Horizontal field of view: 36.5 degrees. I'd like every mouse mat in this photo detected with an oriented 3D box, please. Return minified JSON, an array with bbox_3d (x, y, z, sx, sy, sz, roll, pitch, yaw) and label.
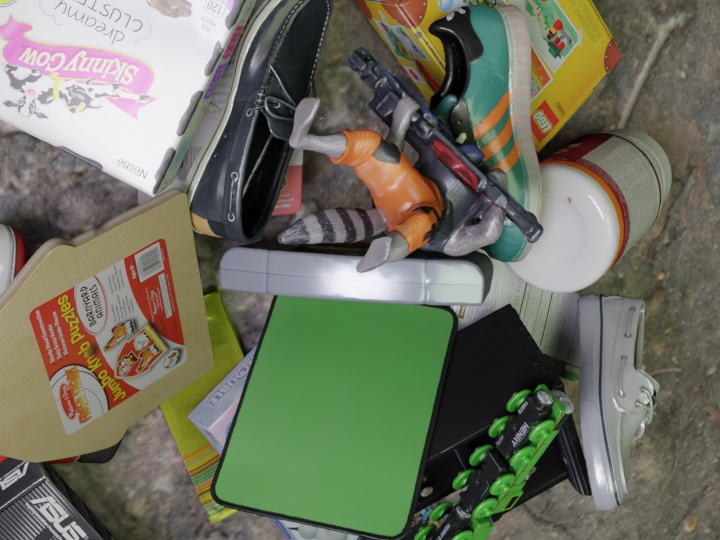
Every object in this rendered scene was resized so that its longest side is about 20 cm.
[{"bbox_3d":[-0.018,0.104,0.856,0.008,0.159,0.202,75,28,-58],"label":"mouse mat"}]

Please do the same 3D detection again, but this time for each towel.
[{"bbox_3d":[-0.123,0.118,0.926,0.086,0.018,0.202,-29,118,-21],"label":"towel"}]

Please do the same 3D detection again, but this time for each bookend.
[{"bbox_3d":[0.081,0.159,0.929,0.198,0.093,0.199,-28,140,-1],"label":"bookend"}]

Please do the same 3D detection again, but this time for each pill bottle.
[{"bbox_3d":[0.205,-0.061,0.970,0.200,0.108,0.111,-32,125,-54],"label":"pill bottle"}]

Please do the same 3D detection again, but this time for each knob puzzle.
[{"bbox_3d":[-0.199,0.052,0.764,0.219,0.030,0.221,-32,140,-30],"label":"knob puzzle"}]

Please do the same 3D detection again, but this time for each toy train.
[{"bbox_3d":[0.104,0.164,0.846,0.056,0.042,0.201,-3,134,-40],"label":"toy train"}]

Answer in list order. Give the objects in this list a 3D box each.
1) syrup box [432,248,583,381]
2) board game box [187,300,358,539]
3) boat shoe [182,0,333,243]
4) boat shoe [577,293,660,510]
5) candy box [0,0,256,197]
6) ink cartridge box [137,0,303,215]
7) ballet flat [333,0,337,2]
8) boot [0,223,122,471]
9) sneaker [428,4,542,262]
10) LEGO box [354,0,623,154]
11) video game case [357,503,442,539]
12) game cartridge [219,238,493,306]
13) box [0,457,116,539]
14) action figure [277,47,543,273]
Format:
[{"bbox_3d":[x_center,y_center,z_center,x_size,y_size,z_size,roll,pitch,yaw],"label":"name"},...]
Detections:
[{"bbox_3d":[0.120,0.036,0.984,0.199,0.078,0.082,20,82,-43],"label":"syrup box"},{"bbox_3d":[-0.022,0.127,0.961,0.200,0.043,0.200,-45,124,-20],"label":"board game box"},{"bbox_3d":[-0.061,-0.111,0.767,0.074,0.062,0.202,14,102,-61],"label":"boat shoe"},{"bbox_3d":[0.223,0.104,0.934,0.074,0.066,0.202,60,28,-56],"label":"boat shoe"},{"bbox_3d":[-0.162,-0.177,0.715,0.166,0.072,0.202,26,101,-6],"label":"candy box"},{"bbox_3d":[-0.105,-0.144,0.820,0.115,0.067,0.203,-7,110,-29],"label":"ink cartridge box"},{"bbox_3d":[0.016,-0.299,0.840,0.069,0.071,0.202,28,91,-35],"label":"ballet flat"},{"bbox_3d":[-0.227,0.059,0.814,0.143,0.072,0.202,-3,115,-31],"label":"boot"},{"bbox_3d":[0.090,-0.104,0.856,0.079,0.071,0.203,-7,96,-20],"label":"sneaker"},{"bbox_3d":[0.112,-0.205,0.925,0.149,0.077,0.200,-47,124,-9],"label":"LEGO box"},{"bbox_3d":[0.019,0.316,1.075,0.200,0.023,0.182,-44,123,-10],"label":"video game case"},{"bbox_3d":[0.000,0.000,0.836,0.197,0.133,0.041,3,99,10],"label":"game cartridge"},{"bbox_3d":[-0.264,0.247,0.834,0.159,0.044,0.201,-34,133,-11],"label":"box"},{"bbox_3d":[0.019,-0.066,0.763,0.105,0.200,0.193,-51,153,22],"label":"action figure"}]
